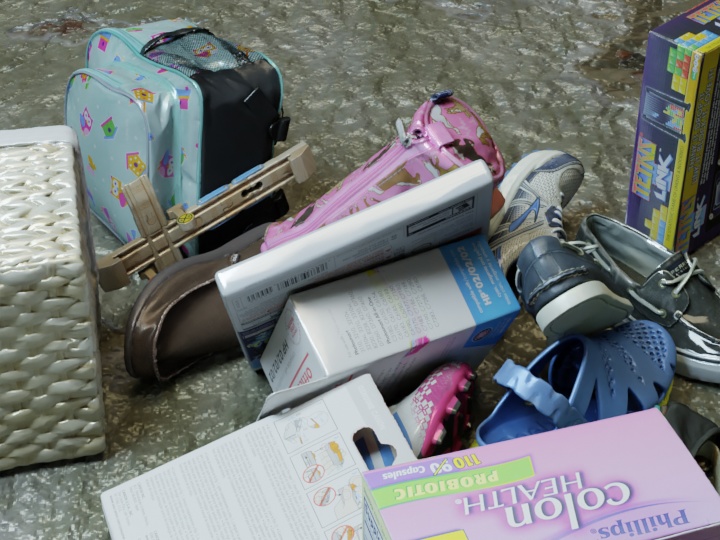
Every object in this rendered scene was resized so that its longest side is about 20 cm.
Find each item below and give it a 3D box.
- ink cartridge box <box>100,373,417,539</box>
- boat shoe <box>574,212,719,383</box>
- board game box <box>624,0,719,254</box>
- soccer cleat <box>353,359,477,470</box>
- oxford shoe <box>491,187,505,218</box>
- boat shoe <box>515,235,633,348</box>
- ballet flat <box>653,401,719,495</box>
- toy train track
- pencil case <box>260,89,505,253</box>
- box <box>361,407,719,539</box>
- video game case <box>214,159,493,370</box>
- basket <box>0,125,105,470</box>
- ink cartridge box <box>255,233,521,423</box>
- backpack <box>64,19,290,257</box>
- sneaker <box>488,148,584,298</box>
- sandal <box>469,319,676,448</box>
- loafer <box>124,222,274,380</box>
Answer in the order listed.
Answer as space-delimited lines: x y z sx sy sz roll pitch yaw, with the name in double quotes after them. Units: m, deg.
-0.054 0.165 1.029 0.198 0.050 0.161 -23 38 -7 "ink cartridge box"
0.234 0.020 1.246 0.072 0.072 0.199 -30 44 -35 "boat shoe"
0.296 -0.127 1.340 0.164 0.202 0.056 -28 45 -34 "board game box"
0.018 0.122 1.107 0.085 0.071 0.200 13 38 18 "soccer cleat"
0.027 -0.061 1.301 0.199 0.075 0.071 -14 25 44 "oxford shoe"
0.148 0.016 1.171 0.074 0.200 0.062 -30 76 13 "boat shoe"
0.206 0.156 1.062 0.068 0.069 0.201 18 39 11 "ballet flat"
-0.117 -0.039 1.274 0.199 0.116 0.032 -32 37 -16 "toy train track"
0.014 -0.047 1.204 0.087 0.199 0.083 44 35 -12 "pencil case"
0.095 0.197 0.889 0.174 0.202 0.097 -11 36 -13 "box"
0.000 0.000 1.157 0.198 0.183 0.023 -24 71 -5 "video game case"
-0.279 0.027 1.141 0.197 0.200 0.162 -8 40 -11 "basket"
0.001 0.052 1.154 0.198 0.115 0.068 -18 69 -23 "ink cartridge box"
-0.164 -0.116 1.356 0.152 0.178 0.200 -14 33 -25 "backpack"
0.137 -0.021 1.311 0.084 0.078 0.200 23 51 28 "sneaker"
0.157 0.081 1.150 0.079 0.088 0.199 27 42 36 "sandal"
-0.100 0.023 1.244 0.070 0.074 0.200 22 42 31 "loafer"
